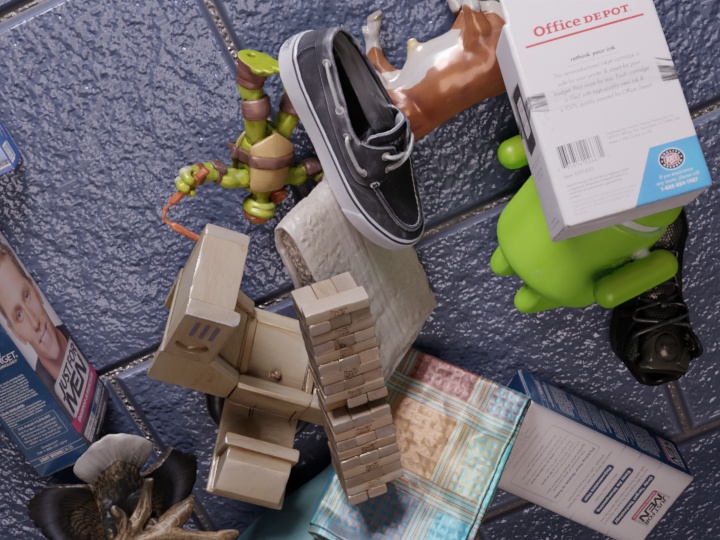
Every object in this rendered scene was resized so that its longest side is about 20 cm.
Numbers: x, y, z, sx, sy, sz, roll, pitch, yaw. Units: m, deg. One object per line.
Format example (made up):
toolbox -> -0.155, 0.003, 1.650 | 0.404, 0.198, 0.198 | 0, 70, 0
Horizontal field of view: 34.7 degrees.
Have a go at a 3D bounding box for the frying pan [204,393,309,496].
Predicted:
frying pan -> -0.101, 0.158, 1.131 | 0.113, 0.031, 0.193 | 7, 114, -8

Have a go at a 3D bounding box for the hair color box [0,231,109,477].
hair color box -> -0.303, 0.072, 1.023 | 0.060, 0.100, 0.202 | -23, 118, 9

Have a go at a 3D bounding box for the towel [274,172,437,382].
towel -> 0.000, 0.000, 0.996 | 0.034, 0.133, 0.202 | 6, 134, 36

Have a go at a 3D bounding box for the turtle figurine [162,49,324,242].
turtle figurine -> -0.070, -0.103, 0.974 | 0.197, 0.064, 0.163 | -2, 120, -28

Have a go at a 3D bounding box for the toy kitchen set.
toy kitchen set -> -0.074, 0.096, 0.978 | 0.197, 0.165, 0.181 | 17, 154, -14

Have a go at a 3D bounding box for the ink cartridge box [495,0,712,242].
ink cartridge box -> 0.175, -0.137, 0.876 | 0.114, 0.067, 0.203 | -15, 81, -1

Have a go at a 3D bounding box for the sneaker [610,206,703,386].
sneaker -> 0.270, 0.018, 1.042 | 0.075, 0.115, 0.202 | -4, 116, -5

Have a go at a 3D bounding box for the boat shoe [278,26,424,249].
boat shoe -> 0.010, -0.103, 0.918 | 0.067, 0.072, 0.202 | -4, 122, 44

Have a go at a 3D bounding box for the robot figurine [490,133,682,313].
robot figurine -> 0.194, -0.050, 0.982 | 0.115, 0.177, 0.201 | -5, 145, -41

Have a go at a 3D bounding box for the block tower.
block tower -> -0.009, 0.096, 0.952 | 0.053, 0.058, 0.202 | -18, 125, -11

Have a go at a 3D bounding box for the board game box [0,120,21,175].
board game box -> -0.387, -0.146, 0.937 | 0.134, 0.035, 0.202 | -22, 117, 7

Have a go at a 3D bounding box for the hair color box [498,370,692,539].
hair color box -> 0.217, 0.188, 1.146 | 0.198, 0.061, 0.101 | 26, 112, -17

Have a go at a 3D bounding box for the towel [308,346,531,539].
towel -> 0.055, 0.178, 1.051 | 0.145, 0.202, 0.022 | 21, 161, 18

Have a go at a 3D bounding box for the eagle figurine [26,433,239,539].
eagle figurine -> -0.217, 0.224, 1.058 | 0.151, 0.200, 0.152 | 34, 83, -18

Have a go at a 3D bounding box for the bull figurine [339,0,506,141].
bull figurine -> 0.078, -0.178, 0.947 | 0.199, 0.065, 0.122 | -33, 114, 11

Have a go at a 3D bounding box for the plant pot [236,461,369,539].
plant pot -> -0.030, 0.295, 1.122 | 0.199, 0.200, 0.189 | 37, 93, -21
